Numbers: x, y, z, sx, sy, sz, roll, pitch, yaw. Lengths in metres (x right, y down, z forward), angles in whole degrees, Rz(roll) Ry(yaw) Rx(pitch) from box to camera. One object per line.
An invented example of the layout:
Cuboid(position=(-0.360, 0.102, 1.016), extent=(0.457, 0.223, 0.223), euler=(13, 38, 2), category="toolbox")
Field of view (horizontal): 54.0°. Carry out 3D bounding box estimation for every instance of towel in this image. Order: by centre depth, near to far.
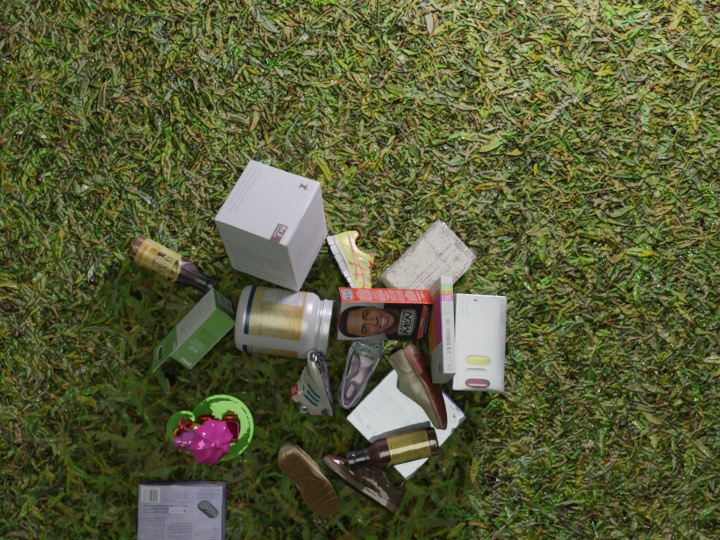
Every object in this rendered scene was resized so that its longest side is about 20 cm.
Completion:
Cuboid(position=(0.154, -0.005, 1.601), extent=(0.200, 0.034, 0.133), euler=(-43, 88, -1), category="towel")

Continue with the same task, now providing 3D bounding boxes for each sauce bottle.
Cuboid(position=(0.069, 0.389, 1.525), extent=(0.198, 0.065, 0.065), euler=(-12, 88, -1), category="sauce bottle")
Cuboid(position=(-0.415, -0.008, 1.575), extent=(0.199, 0.066, 0.066), euler=(26, 87, -1), category="sauce bottle")

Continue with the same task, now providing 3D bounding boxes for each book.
Cuboid(position=(0.172, 0.128, 1.489), extent=(0.048, 0.134, 0.202), euler=(1, 73, -3), category="book")

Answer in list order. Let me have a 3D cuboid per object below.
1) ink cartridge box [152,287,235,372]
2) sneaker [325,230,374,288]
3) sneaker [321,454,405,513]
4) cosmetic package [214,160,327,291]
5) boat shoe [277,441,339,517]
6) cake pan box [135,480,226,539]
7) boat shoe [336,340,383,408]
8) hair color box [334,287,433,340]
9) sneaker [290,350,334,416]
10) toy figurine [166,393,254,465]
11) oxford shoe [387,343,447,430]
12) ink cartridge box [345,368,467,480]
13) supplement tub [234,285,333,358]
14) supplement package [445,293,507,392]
Cuboid(position=(-0.363, 0.143, 1.536), extent=(0.200, 0.104, 0.059), euler=(-45, 118, 6), category="ink cartridge box")
Cuboid(position=(0.000, 0.000, 1.578), extent=(0.090, 0.078, 0.201), euler=(-26, 90, -9), category="sneaker")
Cuboid(position=(0.009, 0.454, 1.570), extent=(0.199, 0.070, 0.076), euler=(35, 68, -2), category="sneaker")
Cuboid(position=(-0.180, -0.090, 1.481), extent=(0.164, 0.200, 0.166), euler=(19, 63, 13), category="cosmetic package")
Cuboid(position=(-0.113, 0.454, 1.557), extent=(0.073, 0.069, 0.201), euler=(-31, 109, 1), category="boat shoe")
Cuboid(position=(-0.398, 0.560, 1.556), extent=(0.198, 0.052, 0.186), euler=(0, 85, -1), category="cake pan box")
Cuboid(position=(0.001, 0.209, 1.571), extent=(0.074, 0.065, 0.203), euler=(23, 84, -1), category="boat shoe")
Cuboid(position=(0.048, 0.095, 1.525), extent=(0.198, 0.061, 0.102), euler=(1, 120, -10), category="hair color box")
Cuboid(position=(-0.111, 0.252, 1.522), extent=(0.093, 0.201, 0.071), euler=(-6, 45, 4), category="sneaker")
Cuboid(position=(-0.337, 0.349, 1.500), extent=(0.198, 0.184, 0.152), euler=(0, 87, 0), category="toy figurine")
Cuboid(position=(0.128, 0.261, 1.541), extent=(0.073, 0.071, 0.201), euler=(-26, 88, 21), category="oxford shoe")
Cuboid(position=(0.103, 0.327, 1.580), extent=(0.200, 0.041, 0.200), euler=(-44, 89, -4), category="ink cartridge box")
Cuboid(position=(-0.164, 0.114, 1.534), extent=(0.198, 0.144, 0.146), euler=(8, 87, -1), category="supplement tub")
Cuboid(position=(0.246, 0.154, 1.533), extent=(0.110, 0.156, 0.202), euler=(2, 87, -1), category="supplement package")
